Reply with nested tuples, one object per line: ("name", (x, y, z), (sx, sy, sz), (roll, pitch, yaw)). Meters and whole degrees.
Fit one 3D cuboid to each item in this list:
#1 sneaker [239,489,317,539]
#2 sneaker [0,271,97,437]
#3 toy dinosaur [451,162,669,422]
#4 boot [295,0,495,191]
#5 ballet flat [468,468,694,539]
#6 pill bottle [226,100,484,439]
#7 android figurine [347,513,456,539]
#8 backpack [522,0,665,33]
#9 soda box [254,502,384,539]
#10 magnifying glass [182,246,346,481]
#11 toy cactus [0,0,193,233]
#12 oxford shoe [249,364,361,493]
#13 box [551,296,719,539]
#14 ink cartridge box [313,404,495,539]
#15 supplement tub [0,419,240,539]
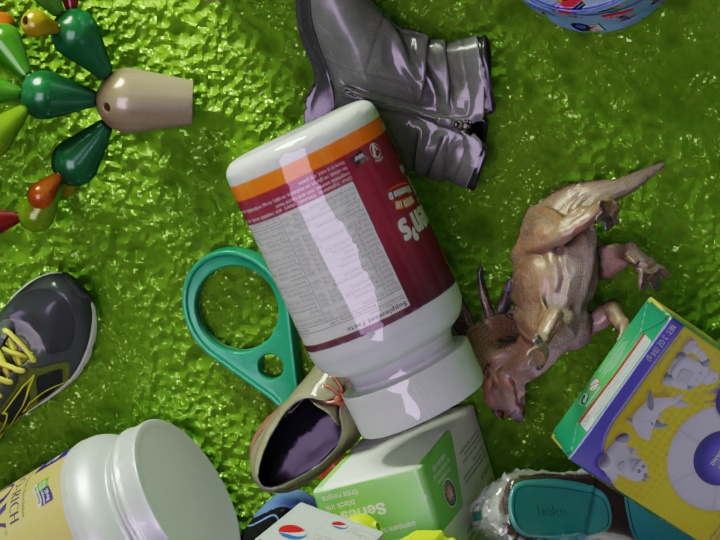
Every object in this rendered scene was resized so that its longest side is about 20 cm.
("sneaker", (-0.084, 0.255, 1.563), (0.070, 0.078, 0.201), (27, 109, 8))
("sneaker", (-0.265, 0.086, 1.571), (0.074, 0.085, 0.200), (41, 110, 2))
("toy dinosaur", (0.126, 0.004, 1.452), (0.086, 0.135, 0.201), (24, 87, -33))
("boot", (0.027, -0.153, 1.453), (0.130, 0.068, 0.201), (0, 110, 11))
("ballet flat", (0.159, 0.165, 1.458), (0.199, 0.072, 0.072), (10, 109, -28))
("pill bottle", (0.000, 0.000, 1.410), (0.109, 0.110, 0.201), (-23, 97, 19))
("android figurine", (0.029, 0.244, 1.393), (0.200, 0.041, 0.183), (-36, 89, 27))
("backpack", (0.131, -0.247, 1.361), (0.182, 0.135, 0.200), (-38, 93, 21))
("soda box", (-0.039, 0.255, 1.367), (0.063, 0.068, 0.201), (18, 112, 19))
("magnifying glass", (-0.058, 0.075, 1.547), (0.079, 0.022, 0.201), (-29, 92, 19))
("toy cactus", (-0.199, -0.119, 1.515), (0.164, 0.102, 0.202), (2, 101, -5))
("oxford shoe", (-0.002, 0.080, 1.491), (0.070, 0.075, 0.200), (37, 97, -2))
("box", (0.238, 0.119, 1.418), (0.199, 0.048, 0.118), (32, 98, -21))
("ink cartridge box", (0.053, 0.212, 1.479), (0.083, 0.145, 0.201), (-15, 98, 20))
("supplement tub", (-0.200, 0.207, 1.549), (0.199, 0.145, 0.146), (-31, 93, 19))
